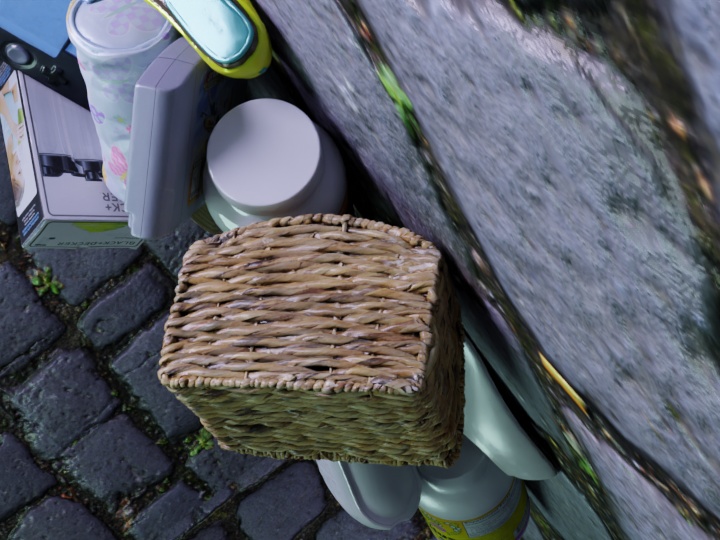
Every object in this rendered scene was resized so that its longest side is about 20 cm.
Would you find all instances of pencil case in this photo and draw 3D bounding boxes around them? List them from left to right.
[{"bbox_3d":[-0.184,-0.140,1.008,0.091,0.083,0.200,22,147,16],"label":"pencil case"}]

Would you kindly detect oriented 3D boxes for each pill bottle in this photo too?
[{"bbox_3d":[-0.063,-0.057,0.989,0.113,0.113,0.200,53,173,16],"label":"pill bottle"},{"bbox_3d":[0.098,0.196,1.159,0.104,0.104,0.200,50,172,32],"label":"pill bottle"}]

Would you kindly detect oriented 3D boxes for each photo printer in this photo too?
[{"bbox_3d":[-0.015,0.126,1.081,0.201,0.069,0.166,68,169,-9],"label":"photo printer"}]

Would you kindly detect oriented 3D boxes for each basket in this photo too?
[{"bbox_3d":[-0.026,0.051,0.905,0.149,0.199,0.143,63,-149,-58],"label":"basket"}]

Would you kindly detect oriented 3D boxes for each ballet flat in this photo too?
[{"bbox_3d":[-0.131,-0.217,0.912,0.200,0.067,0.067,51,-167,13],"label":"ballet flat"}]

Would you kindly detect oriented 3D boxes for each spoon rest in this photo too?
[{"bbox_3d":[0.089,0.098,0.999,0.200,0.061,0.099,43,178,-15],"label":"spoon rest"}]

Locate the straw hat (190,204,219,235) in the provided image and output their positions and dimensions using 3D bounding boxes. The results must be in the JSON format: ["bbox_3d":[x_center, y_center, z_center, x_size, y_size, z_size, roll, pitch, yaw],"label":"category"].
[{"bbox_3d":[-0.180,-0.148,1.457,0.201,0.085,0.201,55,-167,-19],"label":"straw hat"}]

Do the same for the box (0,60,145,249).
[{"bbox_3d":[-0.258,-0.121,1.119,0.060,0.116,0.201,-35,62,47],"label":"box"}]

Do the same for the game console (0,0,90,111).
[{"bbox_3d":[-0.228,-0.211,1.012,0.177,0.031,0.200,34,141,-17],"label":"game console"}]

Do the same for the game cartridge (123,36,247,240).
[{"bbox_3d":[-0.130,-0.115,0.962,0.041,0.134,0.200,16,-158,6],"label":"game cartridge"}]
